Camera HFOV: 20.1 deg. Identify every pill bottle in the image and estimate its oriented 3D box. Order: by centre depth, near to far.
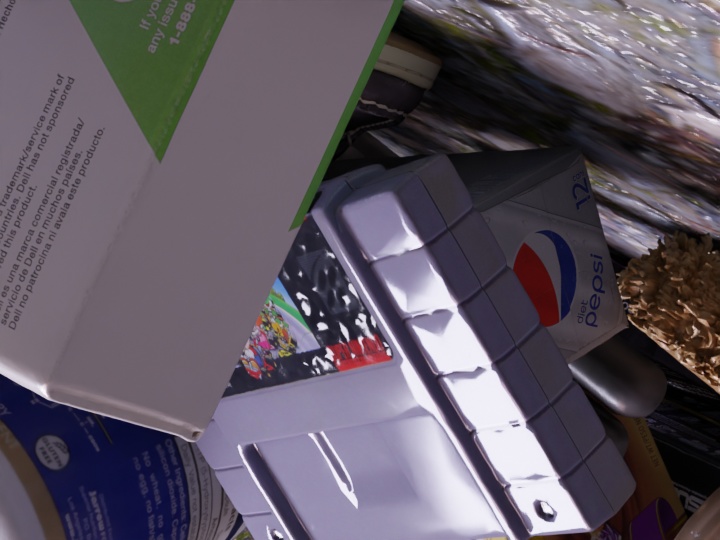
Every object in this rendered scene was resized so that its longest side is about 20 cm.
[{"bbox_3d":[-0.107,0.075,0.841,0.119,0.121,0.199,25,-148,30],"label":"pill bottle"}]

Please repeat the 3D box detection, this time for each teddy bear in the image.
[{"bbox_3d":[0.158,0.029,0.701,0.145,0.067,0.200,36,-177,3],"label":"teddy bear"}]

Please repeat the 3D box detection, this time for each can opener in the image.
[{"bbox_3d":[0.041,0.005,0.825,0.200,0.054,0.067,39,-168,24],"label":"can opener"}]

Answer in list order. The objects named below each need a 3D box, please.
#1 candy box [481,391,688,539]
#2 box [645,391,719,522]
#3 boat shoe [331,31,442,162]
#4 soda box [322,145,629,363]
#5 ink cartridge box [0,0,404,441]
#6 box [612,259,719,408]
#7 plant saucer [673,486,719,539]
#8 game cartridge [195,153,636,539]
[{"bbox_3d":[0.104,0.151,0.918,0.116,0.201,0.056,-19,173,-43],"label":"candy box"},{"bbox_3d":[0.181,0.092,1.051,0.160,0.050,0.200,1,-168,-33],"label":"box"},{"bbox_3d":[-0.037,-0.052,0.707,0.072,0.065,0.200,20,173,-28],"label":"boat shoe"},{"bbox_3d":[0.000,0.000,0.739,0.199,0.063,0.069,2,113,50],"label":"soda box"},{"bbox_3d":[-0.109,-0.061,0.586,0.199,0.146,0.084,25,180,30],"label":"ink cartridge box"},{"bbox_3d":[0.102,0.010,0.967,0.199,0.036,0.143,30,177,-16],"label":"box"},{"bbox_3d":[0.212,0.151,0.857,0.199,0.201,0.030,28,-164,-25],"label":"plant saucer"},{"bbox_3d":[-0.008,0.036,0.689,0.130,0.038,0.199,55,148,-12],"label":"game cartridge"}]
